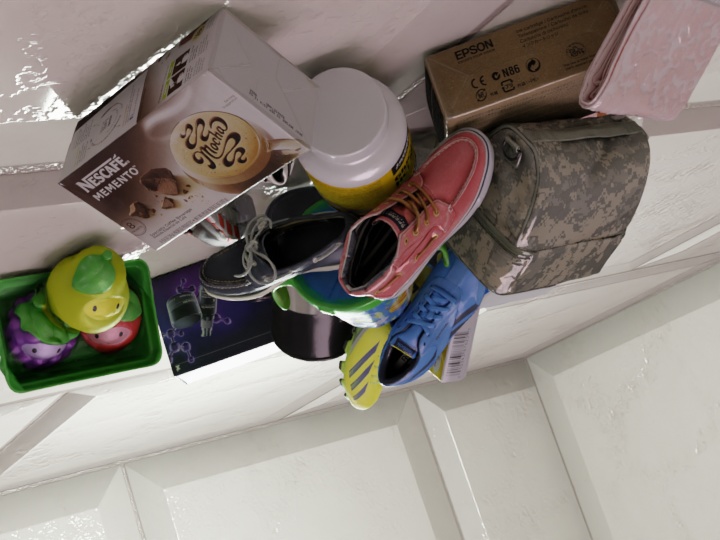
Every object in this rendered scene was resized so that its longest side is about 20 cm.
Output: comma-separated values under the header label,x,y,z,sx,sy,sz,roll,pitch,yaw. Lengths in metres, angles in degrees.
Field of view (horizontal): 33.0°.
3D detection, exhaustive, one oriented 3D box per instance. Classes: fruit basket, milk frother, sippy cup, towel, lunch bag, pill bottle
label,x,y,z,sx,sy,sz,roll,pitch,yaw
fruit basket,-0.329,0.053,1.443,0.214,0.157,0.216,-9,-178,0
milk frother,-0.091,-0.019,1.514,0.199,0.181,0.189,7,131,8
sippy cup,0.000,0.000,1.338,0.177,0.140,0.130,20,166,21
towel,0.303,-0.233,1.169,0.199,0.032,0.192,-3,126,-52
lunch bag,0.201,-0.085,1.286,0.199,0.140,0.168,-9,140,-37
pill bottle,-0.006,-0.126,1.197,0.112,0.113,0.200,-20,168,3

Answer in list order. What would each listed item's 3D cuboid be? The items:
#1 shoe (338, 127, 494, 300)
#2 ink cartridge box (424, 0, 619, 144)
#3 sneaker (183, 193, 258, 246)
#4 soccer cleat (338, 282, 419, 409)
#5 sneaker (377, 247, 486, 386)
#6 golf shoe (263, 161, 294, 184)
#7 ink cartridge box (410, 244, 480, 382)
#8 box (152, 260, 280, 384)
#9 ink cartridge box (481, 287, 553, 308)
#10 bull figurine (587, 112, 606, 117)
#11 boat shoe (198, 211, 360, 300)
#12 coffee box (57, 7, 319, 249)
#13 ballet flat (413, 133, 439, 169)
label,x,y,z,sx,sy,sz,roll,pitch,yaw
shoe,0.055,-0.055,1.190,0.201,0.071,0.091,-54,163,13
ink cartridge box,0.170,-0.194,1.256,0.199,0.076,0.165,-20,169,0
sneaker,-0.172,-0.058,1.340,0.081,0.078,0.200,-10,166,9
soccer cleat,0.026,0.092,1.483,0.083,0.201,0.065,20,-151,20
sneaker,0.080,0.056,1.380,0.201,0.066,0.078,-59,167,28
golf shoe,-0.101,-0.115,1.153,0.072,0.093,0.200,-19,169,-9
ink cartridge box,0.077,0.002,1.487,0.047,0.200,0.199,-8,119,-33
box,-0.171,0.053,1.649,0.199,0.142,0.079,-20,168,0
ink cartridge box,0.163,-0.063,1.520,0.145,0.201,0.084,-11,163,-34
bull figurine,0.243,-0.179,1.418,0.199,0.065,0.121,-17,141,31
boat shoe,-0.087,-0.018,1.262,0.199,0.075,0.062,-10,158,22
coffee box,-0.145,-0.113,1.017,0.199,0.080,0.113,-28,130,34
ballet flat,0.104,-0.127,1.432,0.199,0.072,0.072,8,174,14
